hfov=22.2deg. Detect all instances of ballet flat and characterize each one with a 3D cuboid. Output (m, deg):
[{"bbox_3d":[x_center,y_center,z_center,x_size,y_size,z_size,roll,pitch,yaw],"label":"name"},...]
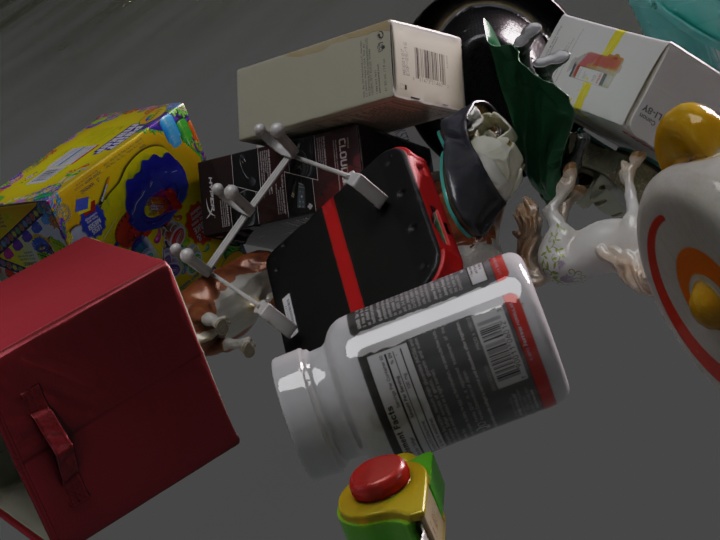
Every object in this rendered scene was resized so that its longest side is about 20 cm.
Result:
[{"bbox_3d":[0.101,-0.094,1.533,0.072,0.074,0.200,-19,23,8],"label":"ballet flat"},{"bbox_3d":[0.223,-0.076,1.619,0.063,0.067,0.200,-53,19,1],"label":"ballet flat"}]

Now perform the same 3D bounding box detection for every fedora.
[{"bbox_3d":[0.128,-0.166,1.711,0.199,0.202,0.092,-19,22,9],"label":"fedora"}]

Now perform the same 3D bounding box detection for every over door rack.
[{"bbox_3d":[-0.082,-0.046,1.587,0.148,0.066,0.200,-55,34,-4],"label":"over door rack"}]

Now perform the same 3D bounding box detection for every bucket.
[{"bbox_3d":[0.368,-0.274,1.825,0.205,0.136,0.208,-20,21,8],"label":"bucket"}]

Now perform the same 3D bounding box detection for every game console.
[{"bbox_3d":[0.000,0.000,1.538,0.177,0.031,0.201,-42,34,19],"label":"game console"}]

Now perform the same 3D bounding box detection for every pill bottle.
[{"bbox_3d":[0.042,0.073,1.333,0.198,0.117,0.116,-21,21,4],"label":"pill bottle"}]

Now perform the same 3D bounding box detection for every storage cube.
[{"bbox_3d":[-0.231,0.096,1.479,0.179,0.172,0.199,-30,21,-25],"label":"storage cube"}]

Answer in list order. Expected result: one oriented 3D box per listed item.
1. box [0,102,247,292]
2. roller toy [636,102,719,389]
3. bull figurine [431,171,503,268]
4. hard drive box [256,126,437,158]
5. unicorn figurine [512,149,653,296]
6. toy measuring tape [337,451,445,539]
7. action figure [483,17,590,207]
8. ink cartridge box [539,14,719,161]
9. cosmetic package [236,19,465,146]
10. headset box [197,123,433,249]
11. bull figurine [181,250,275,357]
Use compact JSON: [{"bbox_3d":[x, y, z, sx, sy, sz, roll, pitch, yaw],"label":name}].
[{"bbox_3d":[-0.232,-0.025,1.742,0.121,0.194,0.200,-4,28,40],"label":"box"},{"bbox_3d":[0.272,-0.006,1.192,0.139,0.201,0.182,-29,41,-17],"label":"roller toy"},{"bbox_3d":[0.076,-0.031,1.598,0.120,0.066,0.200,-6,26,17],"label":"bull figurine"},{"bbox_3d":[-0.004,-0.152,1.874,0.198,0.078,0.156,-21,-20,5],"label":"hard drive box"},{"bbox_3d":[0.205,-0.030,1.480,0.199,0.073,0.139,-27,41,47],"label":"unicorn figurine"},{"bbox_3d":[0.017,0.175,1.180,0.073,0.074,0.200,-18,21,12],"label":"toy measuring tape"},{"bbox_3d":[0.159,-0.118,1.561,0.054,0.201,0.118,-28,52,-11],"label":"action figure"},{"bbox_3d":[0.254,-0.144,1.590,0.084,0.144,0.200,-61,24,4],"label":"ink cartridge box"},{"bbox_3d":[-0.011,-0.165,1.681,0.199,0.074,0.103,-10,-11,41],"label":"cosmetic package"},{"bbox_3d":[-0.031,-0.077,1.740,0.198,0.078,0.148,-10,-10,28],"label":"headset box"},{"bbox_3d":[-0.128,0.042,1.659,0.121,0.066,0.200,6,37,45],"label":"bull figurine"}]
